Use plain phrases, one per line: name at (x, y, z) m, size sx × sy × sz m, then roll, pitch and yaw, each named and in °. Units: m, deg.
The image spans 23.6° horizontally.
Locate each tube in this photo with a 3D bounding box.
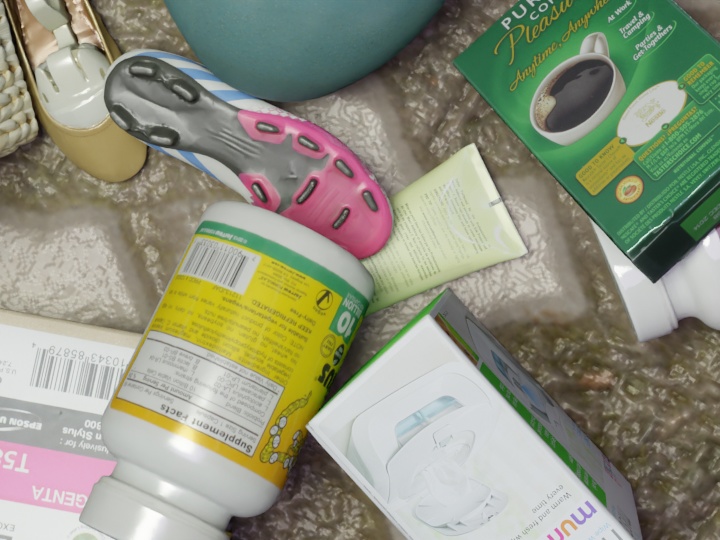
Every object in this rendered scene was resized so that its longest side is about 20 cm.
tube at (0.000, 0.000, 1.085) m, size 0.200 × 0.052 × 0.058 m, roll -27°, pitch 131°, yaw 4°

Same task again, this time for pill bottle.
pill bottle at (0.243, -0.033, 1.020) m, size 0.200 × 0.113 × 0.113 m, roll -22°, pitch 91°, yaw 7°
pill bottle at (-0.080, 0.071, 0.992) m, size 0.113 × 0.113 × 0.200 m, roll 25°, pitch 78°, yaw 4°

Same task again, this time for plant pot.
plant pot at (-0.040, -0.180, 1.020) m, size 0.200 × 0.200 × 0.135 m, roll 24°, pitch 131°, yaw 4°

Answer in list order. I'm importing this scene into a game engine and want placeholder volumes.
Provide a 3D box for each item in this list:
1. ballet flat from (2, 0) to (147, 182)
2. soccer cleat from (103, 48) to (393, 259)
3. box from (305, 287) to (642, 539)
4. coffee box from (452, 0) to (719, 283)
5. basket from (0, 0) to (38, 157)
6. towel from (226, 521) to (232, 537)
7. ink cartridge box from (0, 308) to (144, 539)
ballet flat at (-0.194, -0.148, 1.085) m, size 0.069 × 0.063 × 0.200 m, roll -24°, pitch 91°, yaw 5°
soccer cleat at (-0.063, -0.080, 1.065) m, size 0.200 × 0.086 × 0.070 m, roll 32°, pitch 107°, yaw -2°
box at (0.070, 0.112, 1.005) m, size 0.097 × 0.200 × 0.176 m, roll -43°, pitch 88°, yaw 7°
coffee box at (0.152, -0.100, 1.005) m, size 0.123 × 0.044 × 0.200 m, roll -44°, pitch 49°, yaw 7°
basket at (-0.327, -0.115, 1.020) m, size 0.198 × 0.200 × 0.161 m, roll -11°, pitch 105°, yaw 18°
towel at (-0.184, 0.214, 1.108) m, size 0.144 × 0.023 × 0.200 m, roll 26°, pitch 83°, yaw 3°
ink cartridge box at (-0.197, 0.112, 1.074) m, size 0.200 × 0.075 × 0.165 m, roll 10°, pitch 80°, yaw 0°
